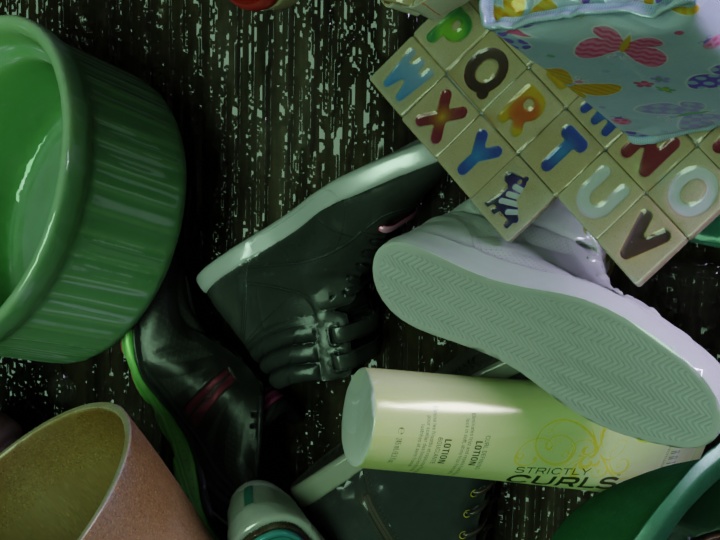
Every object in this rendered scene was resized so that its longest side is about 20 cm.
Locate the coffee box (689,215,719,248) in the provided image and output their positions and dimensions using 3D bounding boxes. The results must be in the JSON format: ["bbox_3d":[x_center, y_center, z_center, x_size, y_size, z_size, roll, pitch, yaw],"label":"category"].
[{"bbox_3d":[0.252,-0.058,0.895,0.200,0.044,0.123,12,104,27],"label":"coffee box"}]

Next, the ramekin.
[{"bbox_3d":[-0.192,-0.040,1.079,0.200,0.098,0.200,-17,66,42],"label":"ramekin"}]

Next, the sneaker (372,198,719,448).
[{"bbox_3d":[0.119,0.010,0.939,0.200,0.116,0.074,28,131,27],"label":"sneaker"}]

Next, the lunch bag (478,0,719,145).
[{"bbox_3d":[0.139,-0.176,0.830,0.127,0.170,0.200,0,76,33],"label":"lunch bag"}]

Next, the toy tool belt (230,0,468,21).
[{"bbox_3d":[0.032,-0.189,0.958,0.200,0.123,0.125,-23,84,39],"label":"toy tool belt"}]

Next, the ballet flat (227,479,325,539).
[{"bbox_3d":[-0.025,0.195,1.076,0.069,0.069,0.200,-2,132,30],"label":"ballet flat"}]

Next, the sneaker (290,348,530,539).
[{"bbox_3d":[0.065,0.110,1.029,0.200,0.075,0.106,-36,94,30],"label":"sneaker"}]

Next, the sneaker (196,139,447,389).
[{"bbox_3d":[0.000,0.000,1.038,0.200,0.071,0.099,-33,85,36],"label":"sneaker"}]

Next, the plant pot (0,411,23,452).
[{"bbox_3d":[-0.219,0.201,1.149,0.175,0.200,0.200,26,113,3],"label":"plant pot"}]

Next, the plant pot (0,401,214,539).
[{"bbox_3d":[-0.135,0.208,1.015,0.186,0.186,0.200,-25,117,31],"label":"plant pot"}]

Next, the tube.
[{"bbox_3d":[0.092,0.083,0.951,0.058,0.200,0.052,141,132,-64],"label":"tube"}]

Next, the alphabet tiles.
[{"bbox_3d":[0.115,-0.092,0.919,0.167,0.008,0.200,-44,57,9],"label":"alphabet tiles"}]

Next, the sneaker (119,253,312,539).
[{"bbox_3d":[-0.083,0.076,1.104,0.084,0.077,0.200,-21,93,14],"label":"sneaker"}]

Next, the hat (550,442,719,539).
[{"bbox_3d":[0.122,0.134,0.971,0.176,0.166,0.200,31,86,45],"label":"hat"}]
